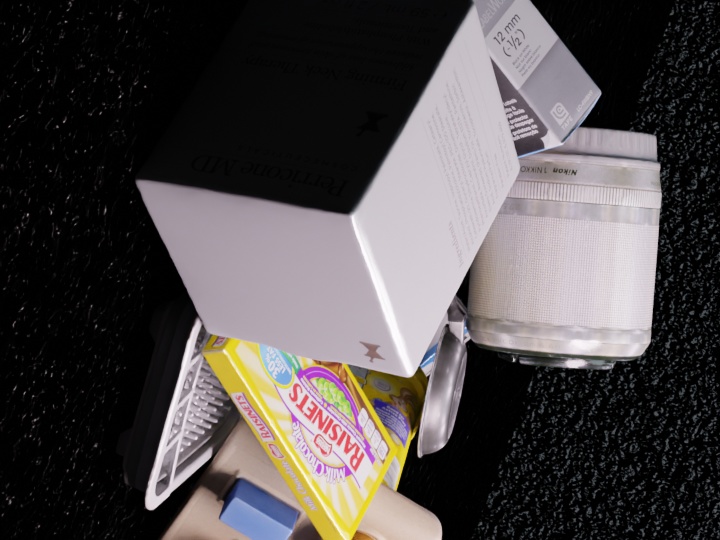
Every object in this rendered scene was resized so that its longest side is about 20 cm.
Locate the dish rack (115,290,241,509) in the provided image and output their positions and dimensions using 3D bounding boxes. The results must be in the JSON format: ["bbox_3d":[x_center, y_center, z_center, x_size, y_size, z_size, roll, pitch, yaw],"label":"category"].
[{"bbox_3d":[-0.121,0.071,1.534,0.200,0.043,0.173,-36,145,-68],"label":"dish rack"}]

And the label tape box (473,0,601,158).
[{"bbox_3d":[0.055,-0.166,1.459,0.143,0.200,0.066,-13,-146,55],"label":"label tape box"}]

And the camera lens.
[{"bbox_3d":[0.175,-0.020,1.769,0.160,0.159,0.201,-2,97,-77],"label":"camera lens"}]

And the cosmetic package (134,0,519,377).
[{"bbox_3d":[-0.015,-0.066,1.386,0.201,0.166,0.167,-61,148,-32],"label":"cosmetic package"}]

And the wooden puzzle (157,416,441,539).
[{"bbox_3d":[-0.062,0.234,1.618,0.200,0.185,0.046,-56,-172,23],"label":"wooden puzzle"}]

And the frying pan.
[{"bbox_3d":[0.077,0.067,1.754,0.115,0.031,0.191,72,32,-75],"label":"frying pan"}]

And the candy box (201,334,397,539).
[{"bbox_3d":[-0.041,0.098,1.525,0.201,0.026,0.102,59,44,-30],"label":"candy box"}]

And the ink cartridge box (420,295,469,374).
[{"bbox_3d":[0.031,0.067,1.919,0.145,0.084,0.200,-41,174,0],"label":"ink cartridge box"}]

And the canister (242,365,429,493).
[{"bbox_3d":[-0.028,0.133,1.710,0.200,0.148,0.087,-68,-179,-64],"label":"canister"}]
